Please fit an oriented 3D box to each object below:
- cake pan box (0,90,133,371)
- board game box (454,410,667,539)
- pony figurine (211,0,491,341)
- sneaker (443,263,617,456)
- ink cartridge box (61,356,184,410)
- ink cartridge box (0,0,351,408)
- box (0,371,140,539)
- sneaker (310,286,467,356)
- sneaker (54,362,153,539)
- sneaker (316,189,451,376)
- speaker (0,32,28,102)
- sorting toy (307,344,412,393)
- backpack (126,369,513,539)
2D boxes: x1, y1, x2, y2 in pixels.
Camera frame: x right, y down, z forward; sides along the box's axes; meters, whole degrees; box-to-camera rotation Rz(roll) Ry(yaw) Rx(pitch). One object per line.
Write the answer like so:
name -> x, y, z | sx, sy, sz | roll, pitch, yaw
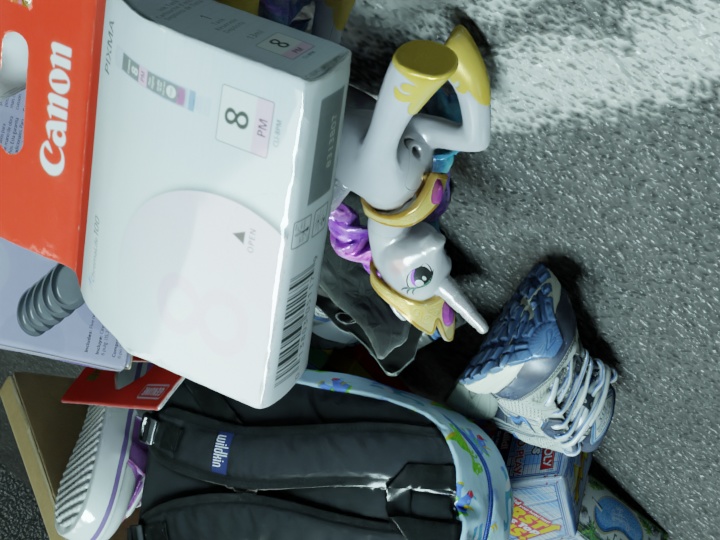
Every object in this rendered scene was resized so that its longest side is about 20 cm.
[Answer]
cake pan box -> -0.199, -0.059, 1.175 | 0.183, 0.202, 0.052 | 12, 175, -26
board game box -> 0.088, 0.150, 1.328 | 0.200, 0.062, 0.199 | 38, 141, -29
pony figurine -> -0.022, -0.061, 1.013 | 0.192, 0.167, 0.201 | 23, 143, 21
sneaker -> 0.104, 0.055, 1.157 | 0.085, 0.077, 0.200 | 33, 172, 3
ink cartridge box -> -0.108, 0.000, 1.257 | 0.044, 0.174, 0.200 | 45, 162, -16
ink cartridge box -> -0.106, -0.048, 0.964 | 0.199, 0.057, 0.164 | 19, 120, 19
box -> -0.125, 0.146, 1.336 | 0.163, 0.021, 0.201 | 10, -144, -34
sneaker -> 0.000, 0.000, 1.243 | 0.200, 0.075, 0.077 | -3, 114, 65
sneaker -> -0.114, 0.112, 1.305 | 0.114, 0.073, 0.201 | 30, -151, -10
sneaker -> -0.033, -0.037, 1.128 | 0.199, 0.104, 0.060 | 33, 163, 20
speaker -> -0.157, -0.137, 1.051 | 0.199, 0.081, 0.081 | -20, 123, 43
sorting toy -> -0.072, 0.047, 1.444 | 0.199, 0.070, 0.199 | 20, 160, 48
backpack -> -0.014, 0.129, 1.218 | 0.199, 0.164, 0.153 | -5, 166, 38
